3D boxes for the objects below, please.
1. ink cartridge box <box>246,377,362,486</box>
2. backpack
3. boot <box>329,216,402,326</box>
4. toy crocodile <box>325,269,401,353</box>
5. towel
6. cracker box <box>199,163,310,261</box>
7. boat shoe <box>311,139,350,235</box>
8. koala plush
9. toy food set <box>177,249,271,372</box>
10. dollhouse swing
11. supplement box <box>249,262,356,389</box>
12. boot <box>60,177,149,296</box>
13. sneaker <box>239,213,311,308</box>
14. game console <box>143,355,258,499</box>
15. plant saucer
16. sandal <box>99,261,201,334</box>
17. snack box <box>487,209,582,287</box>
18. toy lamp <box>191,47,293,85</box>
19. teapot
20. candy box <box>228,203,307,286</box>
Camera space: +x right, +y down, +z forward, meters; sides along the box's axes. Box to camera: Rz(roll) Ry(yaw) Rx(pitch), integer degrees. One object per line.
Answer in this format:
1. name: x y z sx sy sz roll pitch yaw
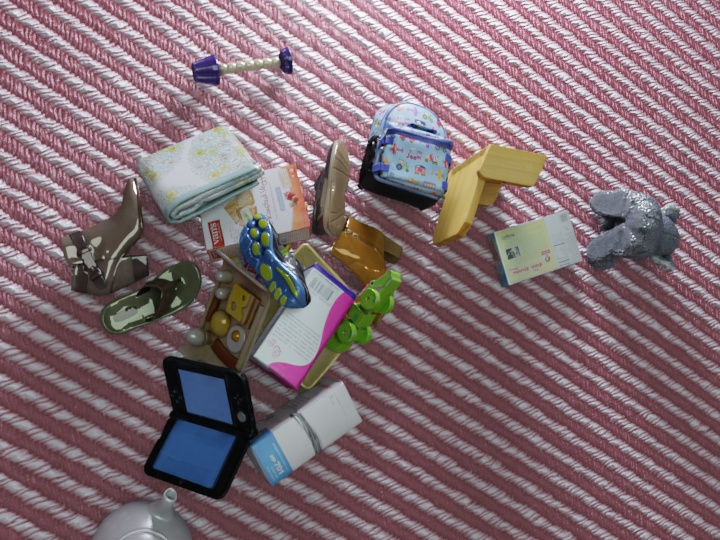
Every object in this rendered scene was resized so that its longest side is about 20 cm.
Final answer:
1. ink cartridge box: -0.112 0.289 1.325 0.197 0.146 0.087 -31 94 -18
2. backpack: 0.101 -0.247 1.468 0.178 0.134 0.206 17 76 -15
3. boot: 0.000 -0.001 1.424 0.141 0.071 0.205 24 55 -12
4. toy crocodile: 0.005 0.077 1.343 0.062 0.067 0.202 48 113 31
5. towel: -0.294 -0.181 1.334 0.196 0.049 0.172 -26 48 -19
6. cracker box: -0.201 -0.109 1.358 0.194 0.058 0.137 -14 69 -7
7. boat shoe: -0.063 -0.164 1.439 0.072 0.063 0.206 35 54 -56
8. koala plush: 0.631 -0.081 1.605 0.196 0.182 0.183 14 79 -27
9. toy food set: -0.246 0.085 1.284 0.060 0.142 0.204 7 110 -52
10. dollhouse swing: 0.256 -0.134 1.465 0.177 0.200 0.181 8 80 -16
11. supplement box: -0.109 0.103 1.323 0.100 0.103 0.202 37 73 -10
12. boot: -0.460 -0.059 1.301 0.142 0.070 0.206 -7 85 -16
13. sneaker: -0.148 -0.011 1.268 0.070 0.083 0.202 -37 66 7
14. game console: -0.284 0.260 1.233 0.116 0.195 0.181 -34 123 -51
15. plant saucer: -0.108 0.088 1.404 0.200 0.048 0.200 46 74 -8
16. sandal: -0.376 0.055 1.318 0.198 0.057 0.081 -32 93 -18
17. snack box: 0.380 -0.049 1.580 0.195 0.037 0.119 -16 88 -19
18. toy lamp: -0.231 -0.400 1.421 0.195 0.058 0.060 -15 88 -19
19. teapot: -0.371 0.495 1.220 0.193 0.146 0.205 -22 91 -18
20. candy box: -0.182 -0.053 1.382 0.100 0.027 0.204 19 69 8
